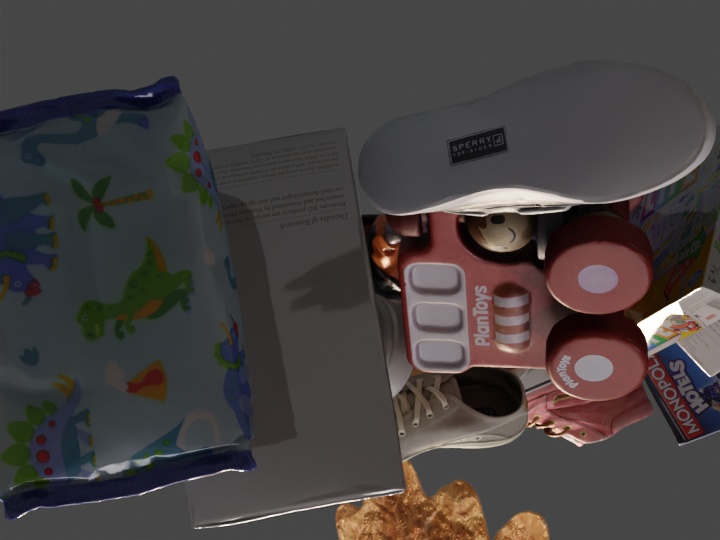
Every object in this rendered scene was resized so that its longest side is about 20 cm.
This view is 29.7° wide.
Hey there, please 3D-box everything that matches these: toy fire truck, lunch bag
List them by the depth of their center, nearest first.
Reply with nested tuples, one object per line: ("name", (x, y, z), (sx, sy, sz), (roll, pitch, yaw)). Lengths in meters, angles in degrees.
("lunch bag", (-0.123, 0.018, 0.628), (0.127, 0.171, 0.200), (-9, 176, -8))
("toy fire truck", (0.103, -0.005, 0.887), (0.167, 0.112, 0.200), (0, 134, 9))

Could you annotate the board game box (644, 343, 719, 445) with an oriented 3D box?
("board game box", (0.276, 0.037, 1.162), (0.200, 0.200, 0.062), (-26, -174, 28))

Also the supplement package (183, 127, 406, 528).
("supplement package", (-0.048, 0.035, 0.777), (0.119, 0.201, 0.121), (-10, 174, -1))

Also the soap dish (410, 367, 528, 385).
("soap dish", (0.092, 0.023, 1.170), (0.157, 0.081, 0.200), (-13, -154, 34))

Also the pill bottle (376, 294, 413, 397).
("pill bottle", (-0.057, 0.035, 0.945), (0.200, 0.111, 0.111), (22, 155, -39))

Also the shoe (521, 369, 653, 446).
("shoe", (0.180, 0.133, 1.307), (0.200, 0.091, 0.071), (-22, -177, -3))

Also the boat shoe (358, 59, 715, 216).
("boat shoe", (0.097, -0.062, 0.716), (0.200, 0.072, 0.068), (-11, 173, 36))

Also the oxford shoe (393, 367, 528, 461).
("oxford shoe", (0.040, 0.107, 1.032), (0.199, 0.075, 0.058), (-6, 141, -19))

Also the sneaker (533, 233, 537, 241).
("sneaker", (0.162, -0.044, 1.017), (0.083, 0.081, 0.200), (-25, 173, 19))

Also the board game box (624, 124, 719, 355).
("board game box", (0.220, -0.014, 0.957), (0.034, 0.135, 0.200), (21, 158, -8))

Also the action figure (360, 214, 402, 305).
("action figure", (0.000, 0.000, 1.052), (0.200, 0.105, 0.193), (-7, 165, -38))

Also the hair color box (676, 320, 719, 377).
("hair color box", (0.300, -0.014, 1.027), (0.065, 0.109, 0.200), (-42, 176, -37))
